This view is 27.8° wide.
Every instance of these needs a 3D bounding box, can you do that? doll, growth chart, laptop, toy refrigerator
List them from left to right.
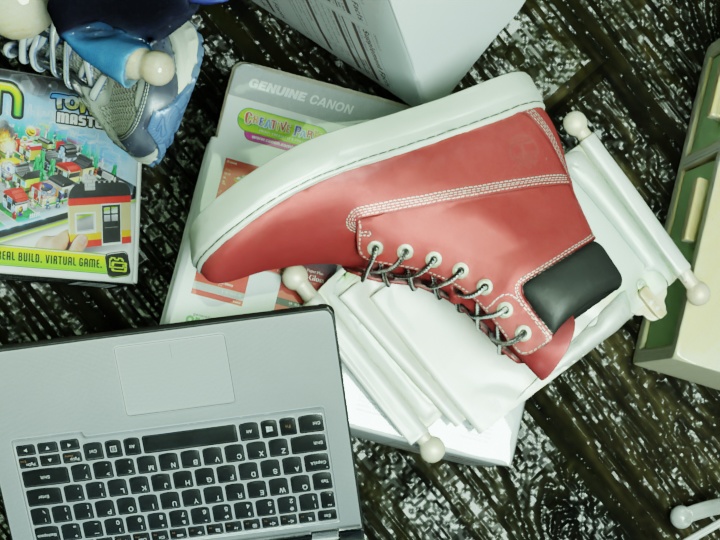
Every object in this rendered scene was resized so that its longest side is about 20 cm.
[{"bbox_3d":[-0.092,-0.153,0.664,0.198,0.048,0.138,-18,70,23],"label":"doll"},{"bbox_3d":[-0.091,0.140,0.710,0.185,0.116,0.202,-7,110,1],"label":"laptop"},{"bbox_3d":[0.071,0.002,0.763,0.199,0.018,0.146,-31,87,-12],"label":"growth chart"},{"bbox_3d":[0.217,-0.037,0.842,0.069,0.076,0.202,16,83,-5],"label":"toy refrigerator"}]

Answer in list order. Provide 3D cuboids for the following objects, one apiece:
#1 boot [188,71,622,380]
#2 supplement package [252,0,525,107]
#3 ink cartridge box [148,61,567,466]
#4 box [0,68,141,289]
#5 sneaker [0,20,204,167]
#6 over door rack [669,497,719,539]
[{"bbox_3d":[0.026,0.001,0.711,0.198,0.072,0.146,-21,80,-15],"label":"boot"},{"bbox_3d":[-0.005,-0.218,0.758,0.199,0.151,0.152,36,80,23],"label":"supplement package"},{"bbox_3d":[0.000,0.000,0.804,0.198,0.084,0.178,15,81,-6],"label":"ink cartridge box"},{"bbox_3d":[-0.212,-0.053,0.763,0.198,0.035,0.112,5,83,-34],"label":"box"},{"bbox_3d":[-0.146,-0.119,0.746,0.084,0.200,0.078,11,115,-34],"label":"sneaker"},{"bbox_3d":[0.204,0.209,0.810,0.199,0.066,0.149,-24,88,-30],"label":"over door rack"}]
